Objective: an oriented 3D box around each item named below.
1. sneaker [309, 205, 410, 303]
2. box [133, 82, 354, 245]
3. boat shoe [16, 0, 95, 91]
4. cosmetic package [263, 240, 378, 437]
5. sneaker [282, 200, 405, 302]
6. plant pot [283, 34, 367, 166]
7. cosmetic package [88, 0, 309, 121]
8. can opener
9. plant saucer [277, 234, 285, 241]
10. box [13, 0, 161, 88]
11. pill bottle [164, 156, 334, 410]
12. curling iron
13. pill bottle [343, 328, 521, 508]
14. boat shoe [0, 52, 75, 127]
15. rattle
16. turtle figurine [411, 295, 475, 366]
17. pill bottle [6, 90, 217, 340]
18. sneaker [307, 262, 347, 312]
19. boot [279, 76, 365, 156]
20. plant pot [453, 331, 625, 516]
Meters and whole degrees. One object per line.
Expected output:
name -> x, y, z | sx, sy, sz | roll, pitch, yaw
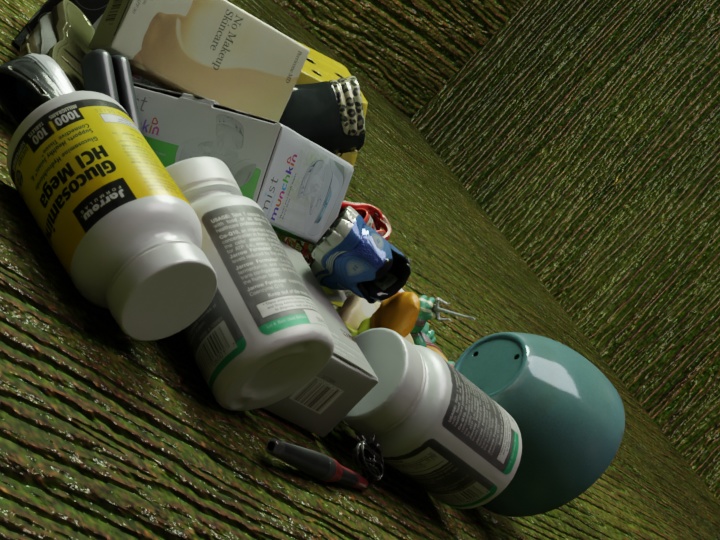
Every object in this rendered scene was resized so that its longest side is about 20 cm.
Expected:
sneaker -> 0.000, 0.000, 1.512 | 0.089, 0.079, 0.200 | 40, -4, 5
box -> -0.136, -0.108, 1.507 | 0.199, 0.097, 0.176 | 18, -2, 24
boat shoe -> -0.302, -0.194, 1.491 | 0.075, 0.068, 0.200 | 48, 16, -30
cosmetic package -> -0.077, 0.050, 1.407 | 0.107, 0.090, 0.200 | 31, 21, -44
sneaker -> 0.013, -0.006, 1.664 | 0.201, 0.108, 0.068 | 28, 33, -32
plant pot -> -0.101, -0.174, 1.776 | 0.199, 0.177, 0.200 | 24, 18, -23
cosmetic package -> -0.163, -0.226, 1.533 | 0.199, 0.106, 0.071 | 25, -5, -29
can opener -> -0.212, -0.117, 1.412 | 0.053, 0.067, 0.201 | 9, 64, -56
plant saucer -> -0.028, 0.028, 1.787 | 0.199, 0.048, 0.200 | 40, 11, -28
box -> -0.264, -0.235, 1.661 | 0.200, 0.115, 0.132 | 42, 11, -16
pill bottle -> -0.113, 0.008, 1.279 | 0.201, 0.113, 0.113 | 60, 16, 24
curling iron -> -0.032, 0.162, 1.307 | 0.200, 0.025, 0.050 | 20, 65, -60
pill bottle -> 0.062, 0.144, 1.465 | 0.200, 0.113, 0.113 | 41, 11, -41
boat shoe -> -0.265, -0.111, 1.360 | 0.200, 0.069, 0.056 | 51, 38, 13
rattle -> 0.065, 0.106, 1.569 | 0.200, 0.142, 0.130 | 51, 28, -18
turtle figurine -> 0.090, 0.100, 1.841 | 0.150, 0.100, 0.200 | 57, -11, -26
pill bottle -> -0.197, -0.043, 1.206 | 0.200, 0.112, 0.112 | 52, 12, 33
sneaker -> -0.018, 0.074, 1.637 | 0.200, 0.075, 0.077 | 36, 35, -34
boot -> -0.068, -0.115, 1.666 | 0.073, 0.153, 0.205 | -152, -124, -67
plant pot -> 0.169, 0.145, 1.631 | 0.135, 0.199, 0.200 | 53, 4, -35
